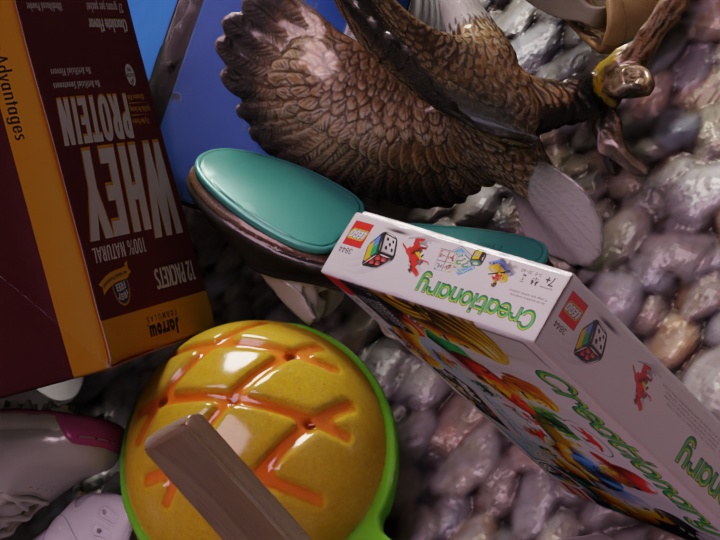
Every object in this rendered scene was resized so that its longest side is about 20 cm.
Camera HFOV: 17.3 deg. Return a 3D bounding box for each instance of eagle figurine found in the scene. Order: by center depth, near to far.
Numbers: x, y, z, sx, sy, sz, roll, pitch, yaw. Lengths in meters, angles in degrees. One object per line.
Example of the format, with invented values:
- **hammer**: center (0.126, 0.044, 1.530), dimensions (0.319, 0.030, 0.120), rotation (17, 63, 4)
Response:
- **eagle figurine**: center (0.038, -0.094, 1.157), dimensions (0.151, 0.200, 0.152), rotation (-120, 37, -59)

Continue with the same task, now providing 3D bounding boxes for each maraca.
- **maraca**: center (-0.044, 0.106, 1.123), dimensions (0.137, 0.107, 0.200), rotation (-22, 52, 3)

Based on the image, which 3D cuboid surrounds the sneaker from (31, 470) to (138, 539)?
- **sneaker**: center (-0.125, 0.181, 1.148), dimensions (0.115, 0.075, 0.200), rotation (-45, 36, 8)

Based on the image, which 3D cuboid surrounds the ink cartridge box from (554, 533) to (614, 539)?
- **ink cartridge box**: center (0.077, 0.162, 0.910), dimensions (0.176, 0.200, 0.045), rotation (26, 113, 48)

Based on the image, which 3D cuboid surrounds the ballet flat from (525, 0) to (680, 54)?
- **ballet flat**: center (0.081, -0.185, 1.232), dimensions (0.063, 0.069, 0.200), rotation (-33, 63, -32)

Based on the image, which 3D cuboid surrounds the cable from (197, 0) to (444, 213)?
- **cable**: center (-0.047, -0.118, 1.347), dimensions (0.200, 0.069, 0.200), rotation (-43, 41, 3)

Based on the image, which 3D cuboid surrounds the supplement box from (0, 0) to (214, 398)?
- **supplement box**: center (-0.207, -0.032, 1.169), dimensions (0.200, 0.133, 0.198), rotation (-15, 91, 19)

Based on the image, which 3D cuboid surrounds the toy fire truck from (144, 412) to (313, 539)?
- **toy fire truck**: center (-0.062, 0.178, 1.012), dimensions (0.176, 0.129, 0.200), rotation (-19, 65, 30)

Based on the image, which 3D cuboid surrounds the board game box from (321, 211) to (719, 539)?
- **board game box**: center (0.087, 0.051, 0.981), dimensions (0.126, 0.200, 0.035), rotation (18, 71, 48)

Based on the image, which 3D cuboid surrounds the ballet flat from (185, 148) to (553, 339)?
- **ballet flat**: center (0.000, 0.000, 1.164), dimensions (0.200, 0.069, 0.068), rotation (19, 34, 22)

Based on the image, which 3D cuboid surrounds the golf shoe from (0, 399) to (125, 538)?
- **golf shoe**: center (-0.198, 0.120, 1.205), dimensions (0.200, 0.075, 0.092), rotation (-15, 67, 35)

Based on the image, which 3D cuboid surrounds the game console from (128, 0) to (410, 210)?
- **game console**: center (-0.068, -0.118, 1.285), dimensions (0.170, 0.118, 0.200), rotation (17, 78, 3)

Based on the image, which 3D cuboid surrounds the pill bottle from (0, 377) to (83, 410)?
- **pill bottle**: center (-0.258, 0.075, 1.328), dimensions (0.200, 0.112, 0.112), rotation (-26, 43, 23)
